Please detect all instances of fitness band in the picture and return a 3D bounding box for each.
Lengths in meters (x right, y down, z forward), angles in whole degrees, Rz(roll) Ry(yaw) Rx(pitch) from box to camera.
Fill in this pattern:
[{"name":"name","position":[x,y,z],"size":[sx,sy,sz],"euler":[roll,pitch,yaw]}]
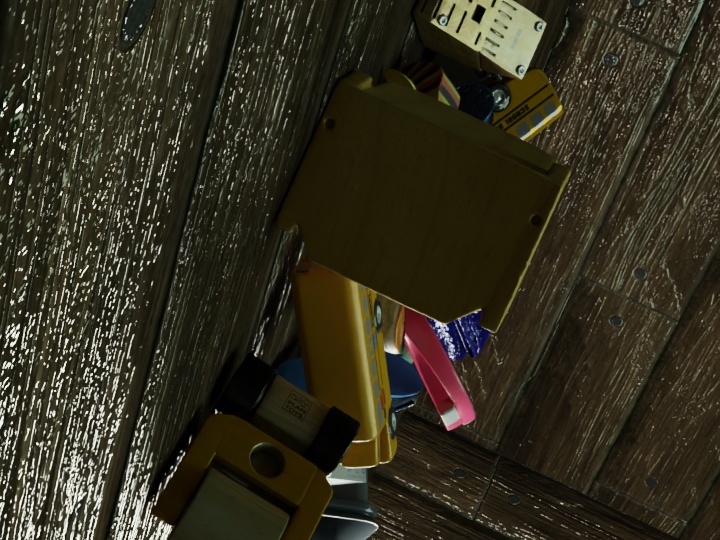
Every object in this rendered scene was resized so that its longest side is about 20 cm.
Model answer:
[{"name":"fitness band","position":[0.077,0.099,1.692],"size":[0.037,0.145,0.200],"euler":[-26,163,-1]}]

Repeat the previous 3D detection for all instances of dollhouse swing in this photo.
[{"name":"dollhouse swing","position":[0.059,-0.060,1.312],"size":[0.176,0.198,0.183],"euler":[36,79,-84]}]

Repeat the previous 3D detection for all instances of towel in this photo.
[{"name":"towel","position":[0.119,-0.004,1.627],"size":[0.148,0.049,0.200],"euler":[-55,151,-19]}]

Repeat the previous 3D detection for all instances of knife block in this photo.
[{"name":"knife block","position":[0.092,-0.253,1.566],"size":[0.199,0.175,0.065],"euler":[24,89,-39]}]

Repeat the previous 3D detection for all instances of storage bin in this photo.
[{"name":"storage bin","position":[-0.061,0.226,1.720],"size":[0.200,0.144,0.136],"euler":[122,-25,-65]}]

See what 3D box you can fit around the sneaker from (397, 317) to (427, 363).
[{"name":"sneaker","position":[0.041,0.071,1.846],"size":[0.201,0.074,0.118],"euler":[-48,168,18]}]

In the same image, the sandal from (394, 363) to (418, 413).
[{"name":"sandal","position":[0.032,0.151,1.820],"size":[0.076,0.043,0.200],"euler":[-41,169,12]}]

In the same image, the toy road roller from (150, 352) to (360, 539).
[{"name":"toy road roller","position":[-0.097,0.187,1.329],"size":[0.201,0.122,0.146],"euler":[-61,-177,-41]}]

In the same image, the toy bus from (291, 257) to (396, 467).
[{"name":"toy bus","position":[-0.013,0.087,1.423],"size":[0.078,0.064,0.202],"euler":[-56,141,-69]}]

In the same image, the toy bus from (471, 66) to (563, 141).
[{"name":"toy bus","position":[0.116,-0.144,1.658],"size":[0.199,0.079,0.065],"euler":[-38,-160,-13]}]

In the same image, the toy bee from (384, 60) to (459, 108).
[{"name":"toy bee","position":[0.065,-0.120,1.458],"size":[0.131,0.108,0.202],"euler":[30,58,-47]}]

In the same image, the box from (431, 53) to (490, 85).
[{"name":"box","position":[0.080,-0.151,1.729],"size":[0.082,0.068,0.202],"euler":[43,72,-85]}]

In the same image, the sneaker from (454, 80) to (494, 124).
[{"name":"sneaker","position":[0.061,-0.103,1.559],"size":[0.200,0.070,0.078],"euler":[-41,162,-14]}]

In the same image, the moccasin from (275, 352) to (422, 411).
[{"name":"moccasin","position":[-0.026,0.124,1.638],"size":[0.198,0.081,0.068],"euler":[4,134,-37]}]

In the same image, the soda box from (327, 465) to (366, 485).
[{"name":"soda box","position":[-0.057,0.176,1.519],"size":[0.200,0.068,0.064],"euler":[26,58,-68]}]

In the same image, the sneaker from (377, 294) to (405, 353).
[{"name":"sneaker","position":[0.000,0.000,1.537],"size":[0.201,0.091,0.076],"euler":[-87,177,-52]}]
